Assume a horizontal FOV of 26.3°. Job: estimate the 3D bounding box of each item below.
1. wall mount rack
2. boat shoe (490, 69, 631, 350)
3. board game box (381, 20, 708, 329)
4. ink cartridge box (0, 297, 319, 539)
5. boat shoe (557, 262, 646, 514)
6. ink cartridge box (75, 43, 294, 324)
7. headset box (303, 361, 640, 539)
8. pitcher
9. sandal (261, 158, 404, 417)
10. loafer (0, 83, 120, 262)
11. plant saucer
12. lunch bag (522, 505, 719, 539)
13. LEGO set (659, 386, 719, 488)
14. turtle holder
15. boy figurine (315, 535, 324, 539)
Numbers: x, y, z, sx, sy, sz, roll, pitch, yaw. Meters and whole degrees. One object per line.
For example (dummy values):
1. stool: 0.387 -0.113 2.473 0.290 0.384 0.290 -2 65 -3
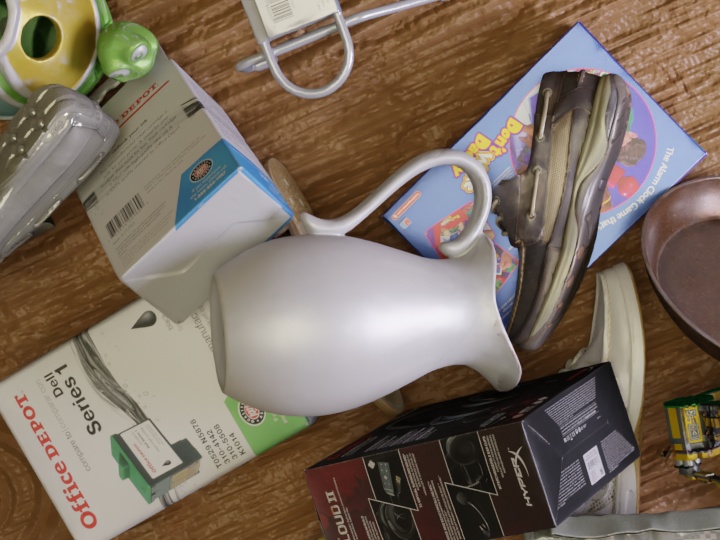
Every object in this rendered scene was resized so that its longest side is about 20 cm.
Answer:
1. wall mount rack: -0.029 -0.231 1.123 0.173 0.075 0.201 -20 93 10
2. boat shoe: 0.130 -0.045 1.081 0.073 0.074 0.201 17 91 16
3. board game box: 0.133 -0.063 1.130 0.200 0.045 0.134 -44 90 7
4. ink cartridge box: -0.152 0.097 1.151 0.200 0.084 0.146 -31 91 7
5. boat shoe: 0.170 0.094 1.126 0.069 0.071 0.201 1 96 4
6. ink cartridge box: -0.140 -0.070 1.114 0.116 0.200 0.068 -42 132 7
7. headset box: 0.071 0.136 1.074 0.200 0.149 0.077 -16 93 35
8. pitcher: -0.001 0.008 1.044 0.199 0.121 0.172 -5 91 -12
9. sandal: -0.002 0.001 1.131 0.070 0.078 0.212 -31 86 16
10. loafer: -0.248 -0.041 1.093 0.200 0.070 0.070 -46 46 14
11. plant saucer: 0.285 0.012 1.061 0.200 0.201 0.035 18 134 4
12. lunch bag: 0.194 0.240 1.072 0.163 0.118 0.200 -3 133 5
13. LEGO set: 0.313 0.136 1.059 0.200 0.154 0.116 -7 95 45
14. turtle holder: -0.248 -0.166 1.113 0.185 0.132 0.141 41 97 4
15. boy figurine: -0.015 0.254 1.162 0.199 0.064 0.125 -6 97 3
